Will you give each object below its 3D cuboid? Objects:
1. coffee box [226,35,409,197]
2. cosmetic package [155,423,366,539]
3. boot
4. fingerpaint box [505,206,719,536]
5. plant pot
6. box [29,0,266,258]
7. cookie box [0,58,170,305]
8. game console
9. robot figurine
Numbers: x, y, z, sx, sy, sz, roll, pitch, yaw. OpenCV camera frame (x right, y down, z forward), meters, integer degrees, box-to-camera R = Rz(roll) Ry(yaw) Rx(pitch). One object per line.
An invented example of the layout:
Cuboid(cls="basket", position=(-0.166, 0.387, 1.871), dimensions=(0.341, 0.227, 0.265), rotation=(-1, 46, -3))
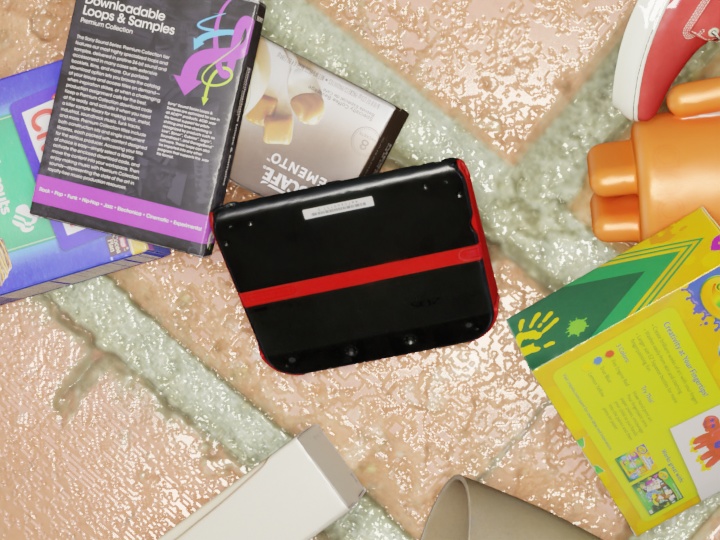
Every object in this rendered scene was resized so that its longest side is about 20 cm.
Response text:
Cuboid(cls="coffee box", position=(-0.078, -0.123, 1.185), dimensions=(0.200, 0.080, 0.114), rotation=(29, 96, 7))
Cuboid(cls="cosmetic package", position=(-0.100, 0.212, 1.182), dimensions=(0.200, 0.104, 0.073), rotation=(-38, 85, 5))
Cuboid(cls="boot", position=(0.270, -0.178, 1.038), dimensions=(0.144, 0.072, 0.200), rotation=(26, 111, 12))
Cuboid(cls="fingerpaint box", position=(0.228, 0.078, 1.102), dimensions=(0.167, 0.073, 0.200), rotation=(-31, 124, 7))
Cuboid(cls="plant pot", position=(0.147, 0.271, 1.125), dimensions=(0.200, 0.187, 0.187), rotation=(15, 93, -7))
Cuboid(cls="box", position=(-0.163, -0.123, 1.141), dimensions=(0.143, 0.036, 0.200), rotation=(14, 96, 8))
Cuboid(cls="cookie box", position=(-0.278, -0.067, 1.215), dimensions=(0.200, 0.075, 0.171), rotation=(-17, 88, 7))
Cuboid(cls="game console", position=(0.000, 0.000, 1.152), dimensions=(0.200, 0.031, 0.177), rotation=(-12, 127, 7))
Cuboid(cls="robot figurine", position=(0.274, -0.065, 1.123), dimensions=(0.200, 0.117, 0.144), rotation=(-5, 78, 9))
